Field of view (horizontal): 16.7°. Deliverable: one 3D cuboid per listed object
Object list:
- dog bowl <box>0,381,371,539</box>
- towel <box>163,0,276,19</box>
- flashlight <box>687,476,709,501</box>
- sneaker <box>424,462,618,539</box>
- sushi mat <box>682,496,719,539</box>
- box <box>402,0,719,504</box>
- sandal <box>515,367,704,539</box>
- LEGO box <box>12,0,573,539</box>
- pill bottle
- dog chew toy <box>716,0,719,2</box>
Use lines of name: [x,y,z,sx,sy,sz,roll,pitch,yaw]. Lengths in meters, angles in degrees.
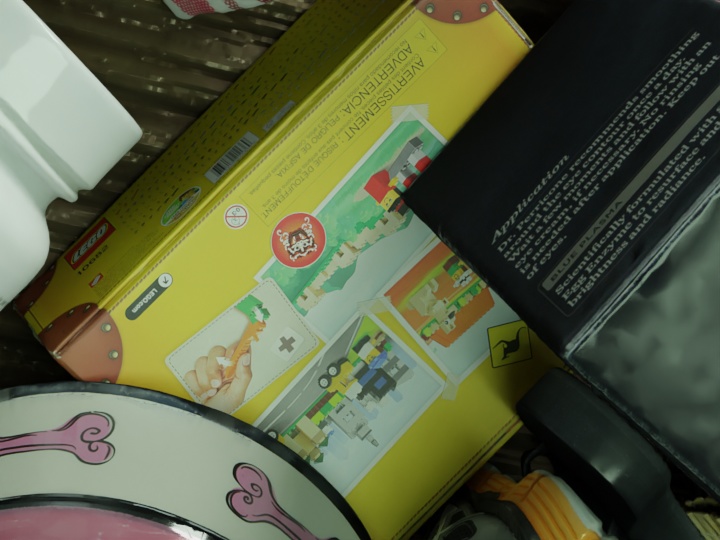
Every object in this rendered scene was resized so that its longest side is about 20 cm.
dog bowl: [-0.092,0.139,0.850,0.200,0.074,0.200,3,124,4]
towel: [-0.032,-0.158,0.788,0.030,0.200,0.146,-49,118,-36]
flashlight: [0.148,0.000,0.948,0.068,0.068,0.200,2,111,14]
sneaker: [0.045,0.119,0.877,0.077,0.200,0.078,-43,84,-9]
sushi mat: [0.204,0.153,0.963,0.012,0.096,0.200,-57,133,-21]
box: [0.139,0.017,0.780,0.197,0.200,0.117,41,94,-19]
sandal: [0.084,0.085,0.901,0.043,0.076,0.200,-47,155,-5]
LEGO box: [0.000,0.000,0.888,0.200,0.077,0.149,-44,113,-3]
pill bottle: [-0.176,-0.011,0.808,0.200,0.113,0.113,-43,113,-3]
dog chew toy: [0.173,-0.160,0.884,0.200,0.125,0.125,-22,110,-24]
